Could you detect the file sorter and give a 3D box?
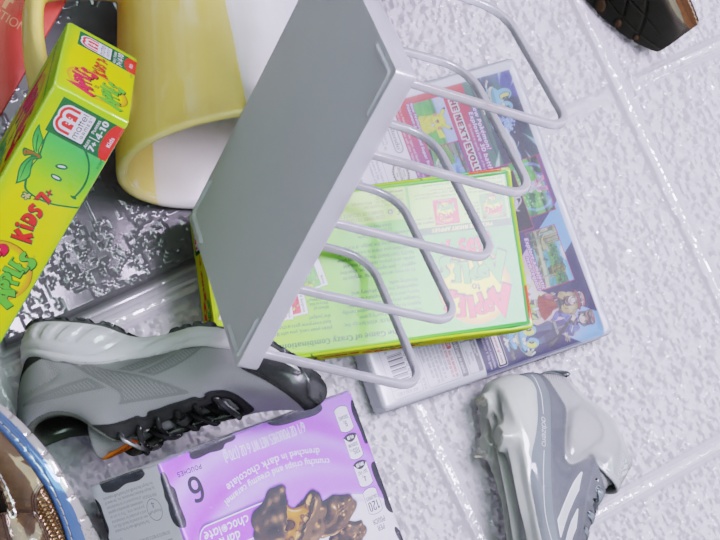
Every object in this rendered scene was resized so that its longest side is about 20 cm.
[{"bbox_3d":[0.009,-0.054,1.226,0.124,0.201,0.139,13,33,-27],"label":"file sorter"}]

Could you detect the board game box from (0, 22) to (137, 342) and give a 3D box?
[{"bbox_3d":[-0.196,-0.032,1.242,0.047,0.102,0.200,27,111,-14],"label":"board game box"}]

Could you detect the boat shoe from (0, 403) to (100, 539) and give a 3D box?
[{"bbox_3d":[-0.193,0.164,1.273,0.072,0.072,0.201,-34,93,-24],"label":"boat shoe"}]

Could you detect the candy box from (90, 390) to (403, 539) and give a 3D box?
[{"bbox_3d":[-0.048,0.192,1.299,0.167,0.071,0.201,-18,87,-47],"label":"candy box"}]

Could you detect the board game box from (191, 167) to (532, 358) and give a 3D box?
[{"bbox_3d":[0.000,0.000,1.373,0.199,0.048,0.102,-7,86,-11],"label":"board game box"}]

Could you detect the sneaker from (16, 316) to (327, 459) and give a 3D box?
[{"bbox_3d":[-0.112,0.075,1.282,0.074,0.199,0.080,48,46,-57],"label":"sneaker"}]

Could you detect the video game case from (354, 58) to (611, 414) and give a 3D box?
[{"bbox_3d":[0.057,-0.026,1.452,0.181,0.023,0.201,-17,84,-25],"label":"video game case"}]

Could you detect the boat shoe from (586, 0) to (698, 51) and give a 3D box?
[{"bbox_3d":[0.174,-0.250,1.526,0.074,0.076,0.200,-38,95,-29],"label":"boat shoe"}]

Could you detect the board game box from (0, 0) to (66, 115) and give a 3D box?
[{"bbox_3d":[-0.285,-0.128,1.319,0.153,0.040,0.201,31,68,-14],"label":"board game box"}]

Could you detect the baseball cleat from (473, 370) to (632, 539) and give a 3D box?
[{"bbox_3d":[0.136,0.162,1.416,0.106,0.070,0.201,-6,81,-24],"label":"baseball cleat"}]

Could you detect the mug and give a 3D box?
[{"bbox_3d":[-0.096,-0.140,1.341,0.186,0.149,0.154,18,57,-56],"label":"mug"}]
